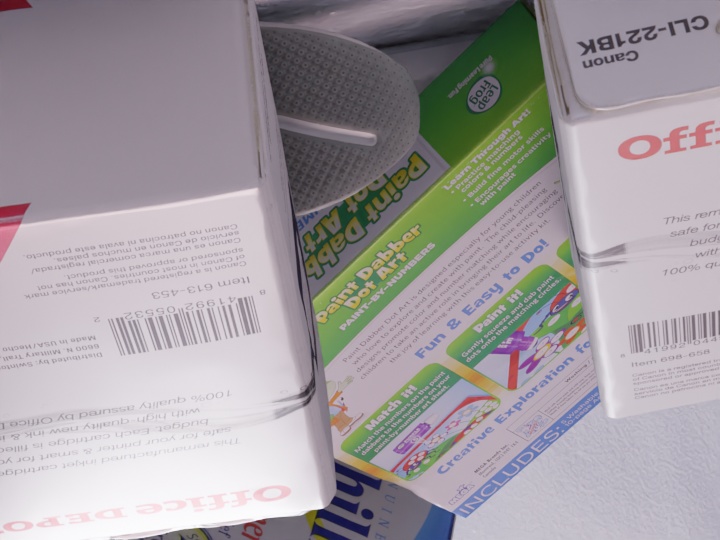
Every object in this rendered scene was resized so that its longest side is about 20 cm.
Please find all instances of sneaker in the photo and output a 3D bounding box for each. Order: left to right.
[{"bbox_3d":[-0.076,-0.051,0.671,0.199,0.071,0.080,-9,-168,9],"label":"sneaker"}]

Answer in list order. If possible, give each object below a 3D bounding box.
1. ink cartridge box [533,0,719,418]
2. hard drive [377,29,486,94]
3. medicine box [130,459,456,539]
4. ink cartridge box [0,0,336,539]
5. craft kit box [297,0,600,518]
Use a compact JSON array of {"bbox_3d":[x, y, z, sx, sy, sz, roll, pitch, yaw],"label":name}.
[{"bbox_3d":[0.141,-0.040,0.635,0.143,0.084,0.200,-11,148,5],"label":"ink cartridge box"},{"bbox_3d":[0.001,-0.040,0.781,0.199,0.027,0.132,-10,142,-6],"label":"hard drive"},{"bbox_3d":[-0.062,0.157,0.934,0.199,0.103,0.182,16,-147,1],"label":"medicine box"},{"bbox_3d":[-0.090,0.008,0.589,0.144,0.085,0.200,-8,146,1],"label":"ink cartridge box"},{"bbox_3d":[0.055,0.007,0.777,0.200,0.049,0.197,-43,143,14],"label":"craft kit box"}]
